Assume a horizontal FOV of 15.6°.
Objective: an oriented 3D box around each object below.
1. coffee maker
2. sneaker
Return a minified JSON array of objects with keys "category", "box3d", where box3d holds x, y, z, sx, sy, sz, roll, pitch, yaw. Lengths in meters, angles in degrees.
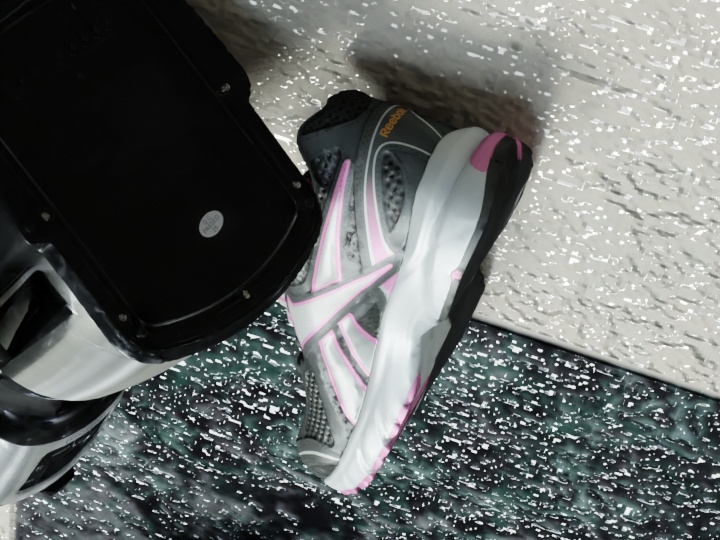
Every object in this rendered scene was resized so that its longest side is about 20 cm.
[{"category":"coffee maker","box3d":[-0.130,-0.027,0.970,0.134,0.193,0.200,-10,165,-34]},{"category":"sneaker","box3d":[0.000,0.000,0.990,0.086,0.080,0.201,29,138,8]}]
